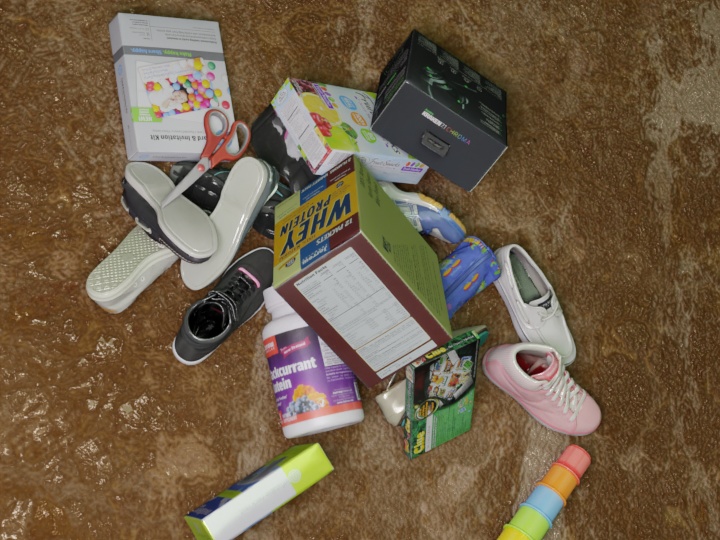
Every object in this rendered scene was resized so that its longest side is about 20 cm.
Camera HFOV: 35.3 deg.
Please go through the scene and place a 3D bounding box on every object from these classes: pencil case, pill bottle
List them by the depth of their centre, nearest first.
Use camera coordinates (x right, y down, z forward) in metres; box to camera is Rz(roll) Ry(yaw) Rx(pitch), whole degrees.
[{"bbox_3d":[-0.070,0.116,1.516,0.111,0.111,0.201,-10,79,-19],"label":"pill bottle"},{"bbox_3d":[0.117,0.034,1.598,0.200,0.087,0.078,-42,99,-29],"label":"pencil case"}]

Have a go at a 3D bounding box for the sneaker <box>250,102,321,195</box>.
[{"bbox_3d":[-0.082,-0.150,1.597,0.080,0.086,0.200,-37,63,15],"label":"sneaker"}]

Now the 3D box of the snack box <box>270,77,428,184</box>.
[{"bbox_3d":[-0.010,-0.192,1.575,0.199,0.053,0.143,2,48,-44],"label":"snack box"}]

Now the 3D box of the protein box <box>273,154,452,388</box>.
[{"bbox_3d":[0.000,0.000,1.460,0.135,0.199,0.200,-32,119,17],"label":"protein box"}]

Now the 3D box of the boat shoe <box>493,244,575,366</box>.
[{"bbox_3d":[0.260,0.050,1.659,0.072,0.066,0.201,-25,85,-21],"label":"boat shoe"}]

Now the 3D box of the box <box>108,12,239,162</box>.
[{"bbox_3d":[-0.258,-0.251,1.567,0.155,0.041,0.201,-2,78,-34],"label":"box"}]

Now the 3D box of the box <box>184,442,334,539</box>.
[{"bbox_3d":[-0.140,0.292,1.445,0.200,0.122,0.048,-31,91,-22],"label":"box"}]

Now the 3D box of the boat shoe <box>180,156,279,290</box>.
[{"bbox_3d":[-0.169,-0.059,1.504,0.073,0.062,0.200,37,107,22],"label":"boat shoe"}]

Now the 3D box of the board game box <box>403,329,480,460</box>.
[{"bbox_3d":[0.107,0.170,1.523,0.104,0.201,0.023,-24,50,-22],"label":"board game box"}]

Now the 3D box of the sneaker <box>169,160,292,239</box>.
[{"bbox_3d":[-0.168,-0.105,1.574,0.199,0.076,0.079,23,41,-3],"label":"sneaker"}]

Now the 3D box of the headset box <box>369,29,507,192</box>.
[{"bbox_3d":[0.115,-0.226,1.607,0.174,0.093,0.200,31,31,-14],"label":"headset box"}]

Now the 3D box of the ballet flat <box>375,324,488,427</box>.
[{"bbox_3d":[0.097,0.132,1.594,0.069,0.069,0.200,47,69,-2],"label":"ballet flat"}]

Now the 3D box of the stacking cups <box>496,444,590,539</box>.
[{"bbox_3d":[0.258,0.330,1.591,0.060,0.060,0.200,42,69,-4],"label":"stacking cups"}]

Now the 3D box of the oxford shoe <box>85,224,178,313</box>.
[{"bbox_3d":[-0.287,-0.014,1.514,0.075,0.058,0.200,26,52,24],"label":"oxford shoe"}]

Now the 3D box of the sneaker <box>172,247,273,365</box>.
[{"bbox_3d":[-0.170,0.039,1.511,0.071,0.099,0.200,41,67,-2],"label":"sneaker"}]

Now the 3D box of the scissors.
[{"bbox_3d":[-0.203,-0.140,1.520,0.073,0.014,0.201,36,49,-21],"label":"scissors"}]

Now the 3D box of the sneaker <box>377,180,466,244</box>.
[{"bbox_3d":[0.052,-0.075,1.630,0.199,0.075,0.088,27,78,0],"label":"sneaker"}]

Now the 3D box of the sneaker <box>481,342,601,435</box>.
[{"bbox_3d":[0.275,0.168,1.615,0.200,0.105,0.076,34,67,-8],"label":"sneaker"}]

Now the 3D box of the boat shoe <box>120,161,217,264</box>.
[{"bbox_3d":[-0.256,-0.065,1.485,0.074,0.061,0.200,-13,46,-43],"label":"boat shoe"}]
